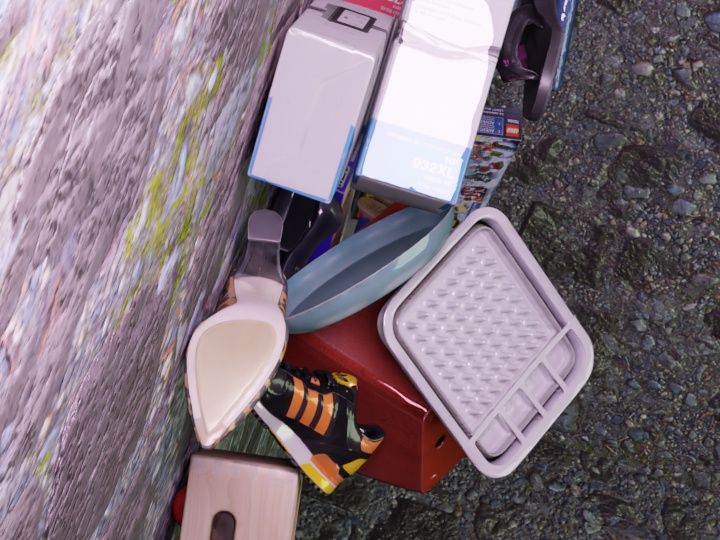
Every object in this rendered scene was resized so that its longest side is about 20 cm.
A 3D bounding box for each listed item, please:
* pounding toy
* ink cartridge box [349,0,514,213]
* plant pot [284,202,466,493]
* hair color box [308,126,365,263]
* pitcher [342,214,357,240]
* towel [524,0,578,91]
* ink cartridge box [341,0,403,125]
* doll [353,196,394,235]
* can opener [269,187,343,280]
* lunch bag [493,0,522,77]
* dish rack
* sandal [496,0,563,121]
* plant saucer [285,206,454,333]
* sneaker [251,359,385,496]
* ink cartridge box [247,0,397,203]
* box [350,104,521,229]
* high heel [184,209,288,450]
[{"bbox_3d":[-0.137,0.272,1.389,0.184,0.142,0.201,94,4,-85],"label":"pounding toy"},{"bbox_3d":[0.059,-0.154,1.185,0.145,0.083,0.201,149,-43,-88],"label":"ink cartridge box"},{"bbox_3d":[0.040,0.090,1.428,0.200,0.176,0.200,-39,148,-28],"label":"plant pot"},{"bbox_3d":[-0.047,-0.052,1.514,0.200,0.065,0.110,105,5,-47],"label":"hair color box"},{"bbox_3d":[-0.023,-0.044,1.749,0.172,0.121,0.200,-42,166,-54],"label":"pitcher"},{"bbox_3d":[0.180,-0.268,1.360,0.112,0.048,0.201,-44,145,-76],"label":"towel"},{"bbox_3d":[0.028,-0.254,1.389,0.148,0.085,0.200,105,6,-54],"label":"ink cartridge box"},{"bbox_3d":[-0.010,0.011,1.526,0.137,0.048,0.200,-52,166,-55],"label":"doll"},{"bbox_3d":[-0.076,-0.007,1.400,0.063,0.078,0.201,45,-59,49],"label":"can opener"},{"bbox_3d":[0.117,-0.268,1.371,0.200,0.077,0.161,-60,166,-72],"label":"lunch bag"},{"bbox_3d":[0.107,0.063,1.318,0.172,0.200,0.043,-46,-157,-25],"label":"dish rack"},{"bbox_3d":[0.134,-0.187,1.224,0.201,0.048,0.076,-85,-172,-54],"label":"sandal"},{"bbox_3d":[0.000,0.000,1.286,0.200,0.027,0.200,-30,-169,6],"label":"plant saucer"},{"bbox_3d":[-0.051,0.106,1.299,0.090,0.200,0.070,-37,-146,-5],"label":"sneaker"},{"bbox_3d":[-0.025,-0.140,1.139,0.200,0.068,0.116,-71,179,-70],"label":"ink cartridge box"},{"bbox_3d":[0.073,-0.106,1.514,0.200,0.136,0.040,111,-16,-62],"label":"box"},{"bbox_3d":[-0.094,0.069,1.167,0.143,0.071,0.201,103,1,-61],"label":"high heel"}]
